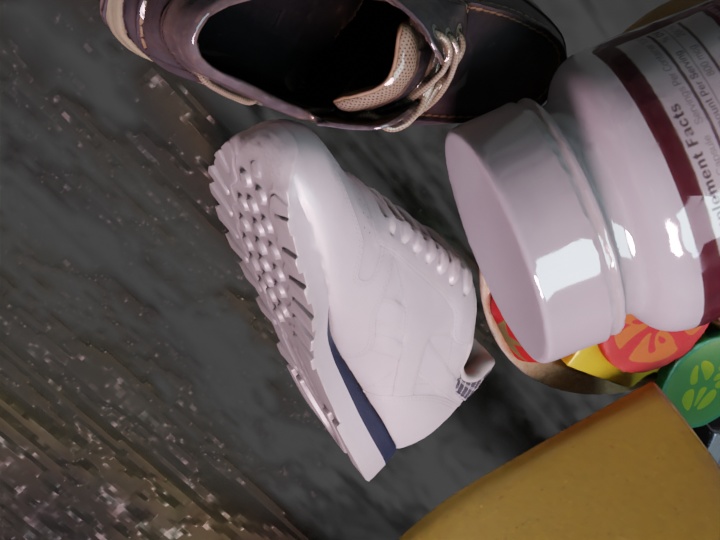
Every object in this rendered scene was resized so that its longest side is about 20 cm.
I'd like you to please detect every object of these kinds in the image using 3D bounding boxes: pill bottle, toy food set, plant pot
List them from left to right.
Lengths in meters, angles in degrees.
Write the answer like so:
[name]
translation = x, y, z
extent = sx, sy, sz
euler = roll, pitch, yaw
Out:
[plant pot]
translation = 0.076, 0.204, 0.989
extent = 0.199, 0.196, 0.195
euler = -19, 147, -21
[toy food set]
translation = 0.143, -0.024, 0.998
extent = 0.197, 0.049, 0.200
euler = 20, 110, -40
[pill bottle]
translation = 0.141, -0.045, 0.871
extent = 0.199, 0.114, 0.114
euler = -22, 132, -7

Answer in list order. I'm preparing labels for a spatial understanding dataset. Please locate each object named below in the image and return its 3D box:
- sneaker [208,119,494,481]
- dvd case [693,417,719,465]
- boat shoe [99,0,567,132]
[sneaker]
translation = 0.000, 0.000, 0.914
extent = 0.080, 0.076, 0.200
euler = -30, 144, -7
[dvd case]
translation = 0.229, 0.133, 1.184
extent = 0.199, 0.025, 0.151
euler = -1, 123, -30
[boat shoe]
translation = -0.001, -0.079, 0.852
extent = 0.199, 0.073, 0.075
euler = 4, 120, -34
